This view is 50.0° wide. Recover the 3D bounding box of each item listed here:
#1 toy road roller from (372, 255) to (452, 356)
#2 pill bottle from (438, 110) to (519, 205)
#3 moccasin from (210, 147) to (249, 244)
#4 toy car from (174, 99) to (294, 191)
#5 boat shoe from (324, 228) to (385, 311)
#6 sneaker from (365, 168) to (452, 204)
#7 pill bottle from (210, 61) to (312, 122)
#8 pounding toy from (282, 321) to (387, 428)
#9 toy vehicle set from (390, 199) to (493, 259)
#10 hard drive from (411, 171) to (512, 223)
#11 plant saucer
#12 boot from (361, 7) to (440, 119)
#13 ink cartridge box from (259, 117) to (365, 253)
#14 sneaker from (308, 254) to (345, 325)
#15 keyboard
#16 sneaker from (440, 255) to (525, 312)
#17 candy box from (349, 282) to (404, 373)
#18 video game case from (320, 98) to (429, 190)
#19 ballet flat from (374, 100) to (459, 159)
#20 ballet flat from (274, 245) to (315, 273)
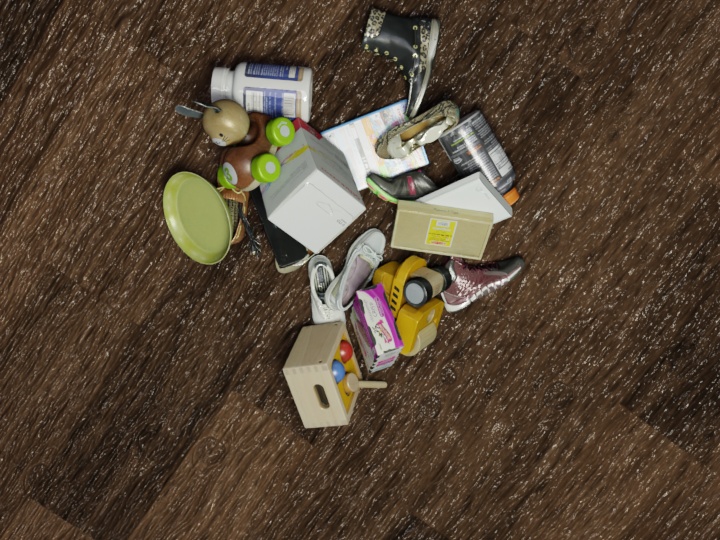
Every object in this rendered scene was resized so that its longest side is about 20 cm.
[{"bbox_3d":[0.097,0.065,1.656,0.145,0.122,0.203,24,118,27],"label":"toy road roller"},{"bbox_3d":[0.252,-0.220,1.605,0.105,0.106,0.201,-31,100,6],"label":"pill bottle"},{"bbox_3d":[-0.275,-0.156,1.631,0.072,0.078,0.205,8,101,0],"label":"moccasin"},{"bbox_3d":[-0.259,-0.263,1.492,0.199,0.163,0.160,31,71,-35],"label":"toy car"},{"bbox_3d":[-0.002,0.000,1.641,0.074,0.064,0.203,43,71,-25],"label":"boat shoe"},{"bbox_3d":[0.105,-0.177,1.635,0.197,0.077,0.085,12,96,-14],"label":"sneaker"},{"bbox_3d":[-0.198,-0.363,1.572,0.197,0.111,0.113,5,102,-1],"label":"pill bottle"},{"bbox_3d":[-0.049,0.229,1.657,0.140,0.185,0.202,-9,117,18],"label":"pounding toy"},{"bbox_3d":[0.166,-0.083,1.602,0.197,0.027,0.125,8,144,-1],"label":"toy vehicle set"},{"bbox_3d":[0.194,-0.120,1.592,0.198,0.027,0.132,-22,135,33],"label":"hard drive"},{"bbox_3d":[-0.335,-0.112,1.620,0.198,0.031,0.203,17,121,30],"label":"plant saucer"},{"bbox_3d":[0.073,-0.426,1.582,0.151,0.074,0.207,14,97,0],"label":"boot"},{"bbox_3d":[-0.104,-0.169,1.536,0.144,0.201,0.145,-41,129,18],"label":"ink cartridge box"},{"bbox_3d":[-0.078,0.070,1.680,0.072,0.071,0.203,-13,103,3],"label":"sneaker"},{"bbox_3d":[-0.195,-0.100,1.605,0.126,0.021,0.202,-19,84,-33],"label":"keyboard"},{"bbox_3d":[0.248,-0.003,1.667,0.199,0.076,0.116,-32,97,7],"label":"sneaker"},{"bbox_3d":[0.030,0.123,1.594,0.060,0.200,0.138,-17,74,-9],"label":"candy box"},{"bbox_3d":[0.030,-0.260,1.641,0.197,0.018,0.145,-20,100,4],"label":"video game case"},{"bbox_3d":[0.112,-0.273,1.565,0.198,0.076,0.068,-28,125,21],"label":"ballet flat"},{"bbox_3d":[-0.110,-0.064,1.658,0.199,0.062,0.068,-39,99,8],"label":"ballet flat"}]
